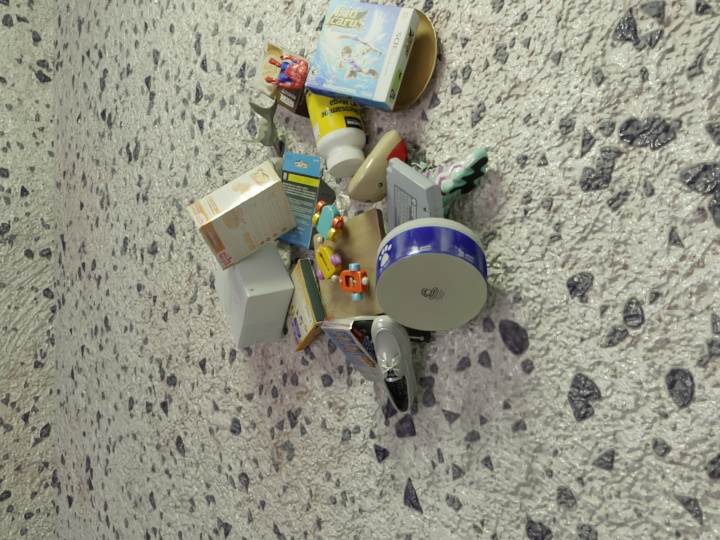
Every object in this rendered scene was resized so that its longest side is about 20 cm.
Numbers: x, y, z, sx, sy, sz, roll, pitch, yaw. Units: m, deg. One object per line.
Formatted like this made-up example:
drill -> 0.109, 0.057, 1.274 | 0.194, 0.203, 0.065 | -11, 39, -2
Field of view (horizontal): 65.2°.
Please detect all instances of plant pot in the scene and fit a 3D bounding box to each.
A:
plant pot -> 0.082, -0.422, 1.143 | 0.196, 0.027, 0.209 | -2, 87, 43

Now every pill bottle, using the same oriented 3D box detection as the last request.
pill bottle -> -0.050, -0.312, 1.210 | 0.111, 0.110, 0.207 | -25, 73, 40

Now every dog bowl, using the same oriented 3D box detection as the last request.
dog bowl -> 0.122, 0.011, 0.972 | 0.199, 0.197, 0.081 | -37, 31, 36

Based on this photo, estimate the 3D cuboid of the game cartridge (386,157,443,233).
game cartridge -> 0.098, -0.087, 1.022 | 0.133, 0.040, 0.205 | 47, 151, 42

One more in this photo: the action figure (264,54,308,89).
action figure -> -0.159, -0.429, 1.222 | 0.199, 0.050, 0.068 | 31, 105, 54

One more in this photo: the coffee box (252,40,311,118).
coffee box -> -0.165, -0.454, 1.346 | 0.199, 0.078, 0.117 | 40, 116, 37

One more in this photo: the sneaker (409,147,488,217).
sneaker -> 0.138, -0.184, 1.049 | 0.200, 0.076, 0.142 | -47, 60, 32

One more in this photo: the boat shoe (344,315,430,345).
boat shoe -> 0.043, 0.118, 1.100 | 0.192, 0.074, 0.063 | -5, 82, 8

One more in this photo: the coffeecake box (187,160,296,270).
coffeecake box -> -0.251, -0.116, 1.223 | 0.196, 0.155, 0.074 | -32, 58, -12

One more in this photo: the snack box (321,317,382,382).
snack box -> -0.001, 0.161, 1.107 | 0.070, 0.202, 0.025 | 3, 53, 35

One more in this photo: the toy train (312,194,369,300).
toy train -> -0.031, -0.045, 1.128 | 0.147, 0.055, 0.208 | -4, 95, 47

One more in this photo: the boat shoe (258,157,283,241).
boat shoe -> -0.206, -0.177, 1.391 | 0.071, 0.065, 0.207 | 17, 121, 45

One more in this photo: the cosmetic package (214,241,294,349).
cosmetic package -> -0.261, 0.037, 1.358 | 0.203, 0.119, 0.203 | 61, 147, 31

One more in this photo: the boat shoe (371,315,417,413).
boat shoe -> 0.062, 0.182, 1.057 | 0.069, 0.069, 0.206 | -4, 121, 12

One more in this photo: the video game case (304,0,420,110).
video game case -> 0.001, -0.431, 1.116 | 0.195, 0.045, 0.187 | 19, 90, 26

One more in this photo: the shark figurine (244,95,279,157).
shark figurine -> -0.240, -0.333, 1.365 | 0.214, 0.086, 0.133 | -163, 65, -79

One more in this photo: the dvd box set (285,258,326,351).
dvd box set -> -0.135, 0.084, 1.292 | 0.201, 0.028, 0.151 | -53, 51, 57

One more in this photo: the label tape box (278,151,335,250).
label tape box -> -0.129, -0.163, 1.316 | 0.142, 0.062, 0.208 | 19, 102, 43

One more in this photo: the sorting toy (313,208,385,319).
sorting toy -> 0.000, 0.000, 1.185 | 0.196, 0.068, 0.207 | -18, 77, 43

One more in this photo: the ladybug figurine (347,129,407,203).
ladybug figurine -> 0.041, -0.196, 1.092 | 0.071, 0.202, 0.136 | 36, 132, -6
